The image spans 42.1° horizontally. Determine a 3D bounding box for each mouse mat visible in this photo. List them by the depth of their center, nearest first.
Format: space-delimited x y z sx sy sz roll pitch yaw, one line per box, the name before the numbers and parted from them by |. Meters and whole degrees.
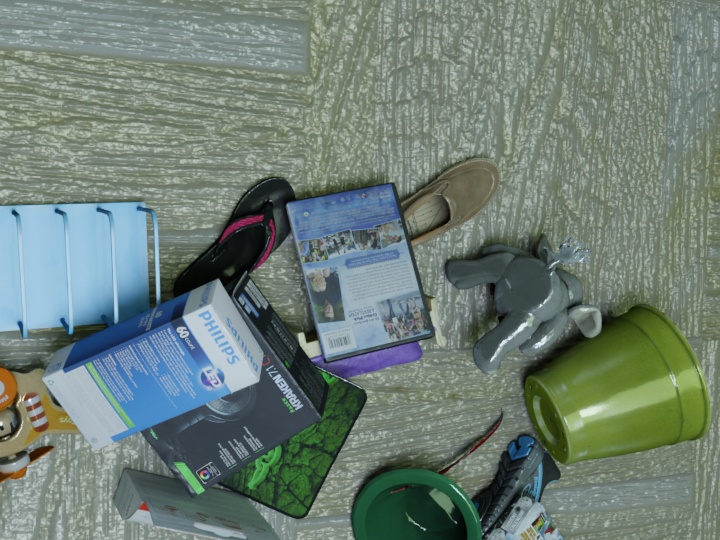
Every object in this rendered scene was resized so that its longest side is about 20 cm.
mouse mat | -0.101 0.195 1.133 0.160 0.008 0.201 25 106 -4

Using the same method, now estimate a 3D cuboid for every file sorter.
file sorter | -0.322 0.000 1.015 0.199 0.123 0.140 -4 98 -23

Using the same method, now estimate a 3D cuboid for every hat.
hat | 0.106 0.313 1.286 0.199 0.176 0.167 -11 100 19

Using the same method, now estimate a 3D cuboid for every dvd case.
dvd case | 0.000 0.000 1.136 0.142 0.018 0.201 -12 80 -17

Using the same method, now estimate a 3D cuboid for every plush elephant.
plush elephant | 0.235 0.037 1.253 0.199 0.165 0.155 -32 151 16

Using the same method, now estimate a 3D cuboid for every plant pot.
plant pot | 0.337 0.172 1.286 0.192 0.200 0.202 -19 103 -11

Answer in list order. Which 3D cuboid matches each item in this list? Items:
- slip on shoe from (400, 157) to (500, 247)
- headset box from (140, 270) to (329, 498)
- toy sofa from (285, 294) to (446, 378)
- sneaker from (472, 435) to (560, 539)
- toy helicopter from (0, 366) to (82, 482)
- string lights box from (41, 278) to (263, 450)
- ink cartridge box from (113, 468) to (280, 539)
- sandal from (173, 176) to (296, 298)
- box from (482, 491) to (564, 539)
slip on shoe | 0.109 -0.085 1.221 0.199 0.061 0.076 -26 105 -18
headset box | -0.166 0.133 1.066 0.199 0.093 0.175 -32 102 12
toy sofa | 0.004 0.096 1.185 0.199 0.083 0.098 -13 100 -21
sneaker | 0.205 0.331 1.300 0.082 0.073 0.200 44 79 -20
toy helicopter | -0.357 0.176 1.048 0.199 0.079 0.133 11 85 -36
string lights box | -0.213 0.099 0.972 0.199 0.059 0.103 -23 114 10
ink cartridge box | -0.184 0.288 1.061 0.159 0.200 0.048 20 89 -23
sandal | -0.143 -0.027 1.129 0.075 0.045 0.200 44 79 -21
box | 0.223 0.409 1.294 0.137 0.040 0.200 -46 134 -13
